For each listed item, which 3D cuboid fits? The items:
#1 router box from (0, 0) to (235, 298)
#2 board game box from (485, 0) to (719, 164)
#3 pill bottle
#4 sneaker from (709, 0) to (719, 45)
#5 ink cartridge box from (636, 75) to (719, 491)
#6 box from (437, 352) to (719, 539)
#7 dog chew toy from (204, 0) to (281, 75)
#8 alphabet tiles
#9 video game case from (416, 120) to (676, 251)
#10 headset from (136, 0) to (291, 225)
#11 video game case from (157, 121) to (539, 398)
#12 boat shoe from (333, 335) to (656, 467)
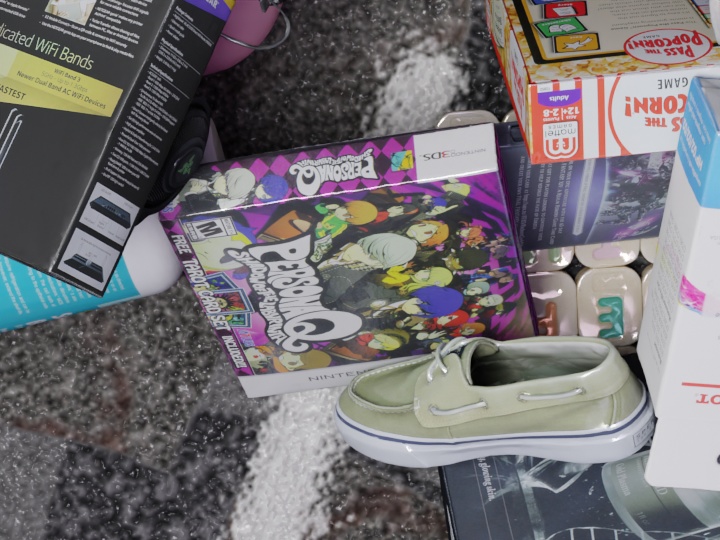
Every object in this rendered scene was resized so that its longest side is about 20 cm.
[{"bbox_3d":[-0.179,-0.096,0.929,0.199,0.052,0.158,22,85,26],"label":"router box"},{"bbox_3d":[0.151,-0.125,1.032,0.150,0.200,0.047,-5,117,0],"label":"board game box"},{"bbox_3d":[-0.172,-0.029,1.088,0.198,0.111,0.112,-14,101,2],"label":"pill bottle"},{"bbox_3d":[0.242,-0.180,0.962,0.079,0.200,0.072,10,137,36],"label":"sneaker"},{"bbox_3d":[0.206,0.011,0.959,0.114,0.068,0.202,4,119,-5],"label":"ink cartridge box"},{"bbox_3d":[0.149,0.151,1.077,0.195,0.200,0.125,-10,120,0],"label":"box"},{"bbox_3d":[-0.143,-0.149,1.065,0.199,0.125,0.125,-23,101,11],"label":"dog chew toy"},{"bbox_3d":[0.109,0.000,1.152,0.198,0.015,0.198,-3,102,-1],"label":"alphabet tiles"},{"bbox_3d":[0.127,-0.049,1.072,0.198,0.143,0.019,-7,67,-1],"label":"video game case"},{"bbox_3d":[-0.122,-0.095,0.960,0.199,0.094,0.124,-32,70,-5],"label":"headset"},{"bbox_3d":[0.000,0.000,1.059,0.179,0.201,0.036,-8,57,7],"label":"video game case"},{"bbox_3d":[0.068,0.064,1.059,0.199,0.072,0.062,-4,124,33],"label":"boat shoe"}]
